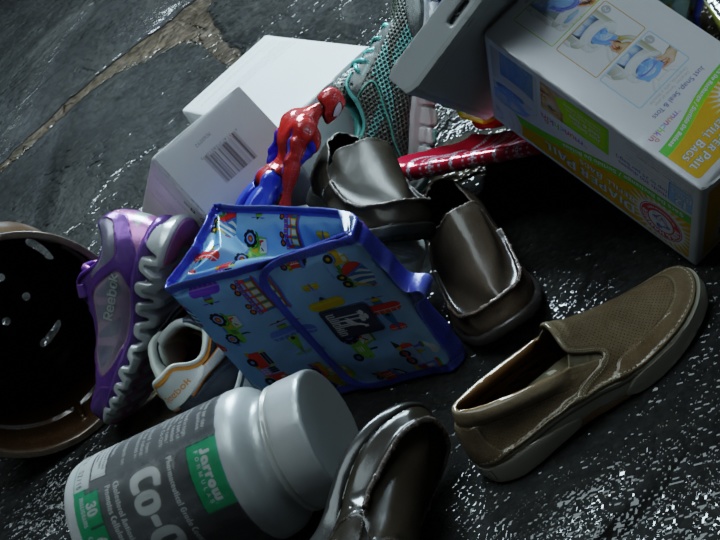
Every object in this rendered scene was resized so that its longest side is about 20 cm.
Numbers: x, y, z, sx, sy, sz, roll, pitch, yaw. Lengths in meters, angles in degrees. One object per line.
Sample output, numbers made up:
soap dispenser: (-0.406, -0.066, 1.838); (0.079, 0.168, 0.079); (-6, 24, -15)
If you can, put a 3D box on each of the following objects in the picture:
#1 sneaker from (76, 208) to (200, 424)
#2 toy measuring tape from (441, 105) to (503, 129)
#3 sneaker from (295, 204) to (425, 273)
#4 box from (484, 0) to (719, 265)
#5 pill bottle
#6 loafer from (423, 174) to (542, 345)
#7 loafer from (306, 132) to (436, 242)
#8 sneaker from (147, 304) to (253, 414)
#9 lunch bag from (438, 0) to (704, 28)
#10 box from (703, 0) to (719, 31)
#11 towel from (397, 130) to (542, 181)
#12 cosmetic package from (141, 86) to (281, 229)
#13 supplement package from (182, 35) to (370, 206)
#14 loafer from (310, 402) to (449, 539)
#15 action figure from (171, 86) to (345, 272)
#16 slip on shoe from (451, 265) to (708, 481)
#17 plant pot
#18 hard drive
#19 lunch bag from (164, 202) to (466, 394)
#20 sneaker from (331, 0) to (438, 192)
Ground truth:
sneaker: (-0.202, 0.032, 1.505); (0.088, 0.201, 0.080); (22, 21, 14)
toy measuring tape: (0.124, -0.151, 1.478); (0.073, 0.074, 0.200); (-40, 20, -8)
sneaker: (0.000, 0.000, 1.439); (0.073, 0.083, 0.200); (-5, 14, -18)
box: (0.196, -0.117, 1.252); (0.200, 0.113, 0.101); (39, 74, 25)
pill bottle: (-0.103, 0.152, 1.269); (0.199, 0.113, 0.113); (-26, 29, 20)
loafer: (0.079, -0.011, 1.359); (0.073, 0.071, 0.200); (-34, 27, 4)
loafer: (0.001, -0.067, 1.387); (0.072, 0.072, 0.200); (-5, 15, -21)
sneaker: (-0.125, 0.049, 1.480); (0.078, 0.079, 0.201); (-45, 21, 26)
lunch bag: (0.172, -0.224, 1.477); (0.198, 0.128, 0.170); (-5, 27, -8)
box: (0.370, -0.227, 1.364); (0.199, 0.075, 0.050); (-31, 30, 8)
towel: (0.134, -0.106, 1.429); (0.199, 0.023, 0.144); (-10, 8, 40)
cosmetic package: (-0.129, -0.067, 1.573); (0.108, 0.085, 0.200); (-43, -4, -21)
supplement package: (-0.052, -0.132, 1.645); (0.121, 0.120, 0.200); (-43, 28, -16)
loafer: (0.015, 0.175, 1.143); (0.071, 0.073, 0.201); (3, 52, 39)
action figure: (-0.076, -0.065, 1.437); (0.201, 0.052, 0.065); (-56, 19, 4)
slip on shoe: (0.146, 0.057, 1.189); (0.199, 0.061, 0.076); (-37, 27, -2)
plant pot: (-0.316, 0.046, 1.614); (0.200, 0.201, 0.198); (-39, 19, -6)
hard drive: (0.098, -0.177, 1.295); (0.132, 0.026, 0.200); (-53, -16, 12)
lunch bag: (-0.021, 0.020, 1.336); (0.199, 0.151, 0.094); (-8, 42, 41)
sneaker: (0.021, -0.169, 1.523); (0.090, 0.202, 0.078); (3, -6, -7)
